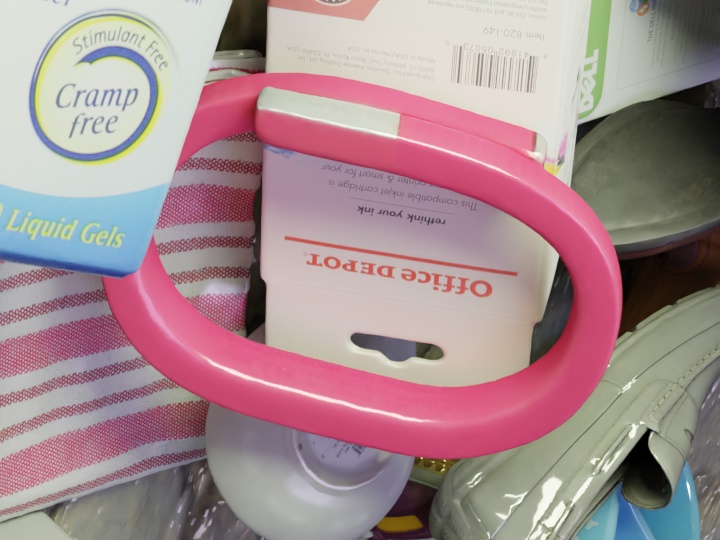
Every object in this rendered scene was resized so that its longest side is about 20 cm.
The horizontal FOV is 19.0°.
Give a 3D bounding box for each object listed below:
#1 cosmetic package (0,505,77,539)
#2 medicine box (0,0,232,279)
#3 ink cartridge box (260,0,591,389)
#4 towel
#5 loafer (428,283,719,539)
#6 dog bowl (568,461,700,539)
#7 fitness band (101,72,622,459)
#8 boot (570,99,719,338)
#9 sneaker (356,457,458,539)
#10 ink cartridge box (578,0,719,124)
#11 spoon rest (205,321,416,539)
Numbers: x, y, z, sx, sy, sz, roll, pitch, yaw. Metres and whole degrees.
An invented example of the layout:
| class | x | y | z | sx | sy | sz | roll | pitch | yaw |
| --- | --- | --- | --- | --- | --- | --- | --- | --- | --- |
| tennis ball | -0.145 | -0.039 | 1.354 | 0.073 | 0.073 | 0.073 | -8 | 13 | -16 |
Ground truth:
| class | x | y | z | sx | sy | sz | roll | pitch | yaw |
| --- | --- | --- | --- | --- | --- | --- | --- | --- | --- |
| cosmetic package | -0.191 | 0.169 | 0.841 | 0.200 | 0.102 | 0.074 | -15 | 121 | -32 |
| medicine box | -0.135 | -0.116 | 0.675 | 0.182 | 0.103 | 0.201 | 10 | 105 | -42 |
| ink cartridge box | 0.025 | -0.052 | 0.844 | 0.068 | 0.116 | 0.201 | -65 | 162 | -57 |
| towel | -0.104 | 0.012 | 0.864 | 0.146 | 0.030 | 0.201 | -15 | 127 | -33 |
| loafer | 0.120 | 0.077 | 0.971 | 0.200 | 0.070 | 0.070 | -36 | 159 | -21 |
| dog bowl | 0.120 | 0.137 | 1.029 | 0.049 | 0.200 | 0.112 | -16 | 121 | 25 |
| fitness band | 0.000 | 0.000 | 0.815 | 0.199 | 0.037 | 0.144 | 15 | 125 | -2 |
| boot | 0.137 | -0.009 | 1.011 | 0.188 | 0.068 | 0.200 | -34 | 160 | -32 |
| sneaker | 0.019 | 0.126 | 1.016 | 0.200 | 0.075 | 0.090 | 25 | 95 | -46 |
| ink cartridge box | 0.106 | -0.127 | 0.928 | 0.200 | 0.059 | 0.104 | -20 | 129 | -30 |
| spoon rest | 0.008 | 0.030 | 0.930 | 0.099 | 0.061 | 0.200 | 42 | 73 | -19 |
